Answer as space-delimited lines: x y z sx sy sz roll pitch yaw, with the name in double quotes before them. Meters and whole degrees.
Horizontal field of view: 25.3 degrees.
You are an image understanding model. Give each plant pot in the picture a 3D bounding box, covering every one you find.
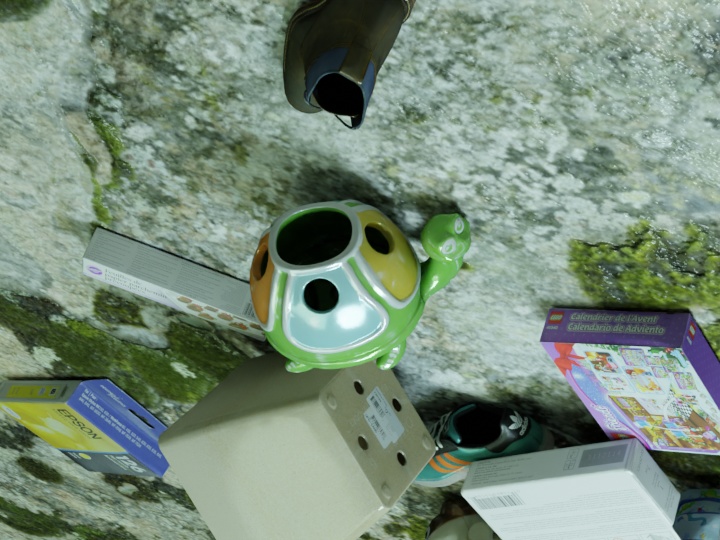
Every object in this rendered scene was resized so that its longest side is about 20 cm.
"plant pot" -0.046 0.182 1.619 0.177 0.200 0.200 -26 98 33

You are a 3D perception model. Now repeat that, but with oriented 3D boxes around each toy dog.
"toy dog" 0.161 0.336 1.864 0.200 0.194 0.140 13 126 35

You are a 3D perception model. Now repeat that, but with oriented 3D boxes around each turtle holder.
"turtle holder" -0.007 0.008 1.365 0.185 0.141 0.132 11 151 21

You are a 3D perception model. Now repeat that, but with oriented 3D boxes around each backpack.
"backpack" 0.390 0.311 1.667 0.163 0.154 0.200 -1 165 43

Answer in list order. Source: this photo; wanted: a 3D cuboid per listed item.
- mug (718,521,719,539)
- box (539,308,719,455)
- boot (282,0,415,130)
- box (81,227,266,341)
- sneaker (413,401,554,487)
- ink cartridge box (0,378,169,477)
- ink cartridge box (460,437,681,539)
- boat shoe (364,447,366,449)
"mug" 0.400 0.240 1.492 0.149 0.153 0.187 13 152 17
"box" 0.264 0.103 1.460 0.137 0.039 0.200 1 147 33
"boot" -0.026 -0.140 1.150 0.075 0.097 0.200 26 153 -9
"box" -0.180 0.014 1.609 0.200 0.042 0.039 20 153 1
"sneaker" 0.103 0.174 1.680 0.200 0.071 0.080 -15 134 40
"ink cartridge box" -0.341 0.206 2.074 0.200 0.047 0.198 -1 145 40
"ink cartridge box" 0.229 0.250 1.609 0.200 0.045 0.176 -13 128 38
"boat shoe" 0.006 0.201 1.801 0.072 0.072 0.200 16 156 -18
